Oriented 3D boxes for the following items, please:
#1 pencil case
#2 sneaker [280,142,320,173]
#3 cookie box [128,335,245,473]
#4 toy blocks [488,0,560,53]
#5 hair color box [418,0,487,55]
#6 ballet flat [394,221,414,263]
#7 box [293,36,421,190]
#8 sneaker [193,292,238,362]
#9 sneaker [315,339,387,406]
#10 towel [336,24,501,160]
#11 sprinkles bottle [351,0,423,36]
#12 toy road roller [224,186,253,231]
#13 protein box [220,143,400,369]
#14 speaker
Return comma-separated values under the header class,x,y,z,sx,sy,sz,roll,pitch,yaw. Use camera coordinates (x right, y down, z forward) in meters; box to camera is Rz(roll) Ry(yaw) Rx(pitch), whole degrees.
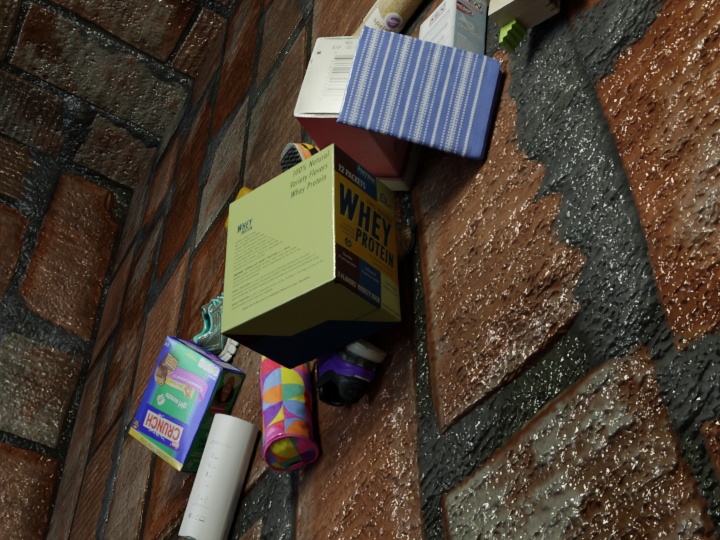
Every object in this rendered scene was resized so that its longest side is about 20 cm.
class,x,y,z,sx,sy,sz,roll,pitch,yaw
pencil case,-0.105,0.199,1.321,0.089,0.087,0.202,-53,24,28
sneaker,-0.060,-0.131,1.524,0.070,0.089,0.203,-45,63,43
cookie box,-0.327,0.251,1.691,0.169,0.075,0.204,22,89,37
toy blocks,0.232,-0.388,1.116,0.135,0.099,0.204,-20,50,46
hair color box,0.126,-0.295,1.286,0.099,0.060,0.204,-38,37,49
ballet flat,0.000,0.000,1.286,0.201,0.064,0.071,-54,30,31
box,0.006,-0.218,1.279,0.107,0.200,0.131,5,68,27
sneaker,-0.271,0.077,1.792,0.077,0.090,0.204,-17,54,60
sneaker,-0.038,0.132,1.244,0.199,0.068,0.102,18,87,68
towel,0.080,-0.229,1.167,0.024,0.195,0.148,107,178,-73
sprinkles bottle,0.057,-0.457,1.586,0.200,0.067,0.069,-45,30,43
toy road roller,-0.157,-0.075,1.607,0.125,0.144,0.200,-65,22,4
protein box,-0.065,-0.013,1.180,0.196,0.134,0.204,-25,51,31
speaker,-0.229,0.340,1.464,0.081,0.080,0.204,-21,51,60
